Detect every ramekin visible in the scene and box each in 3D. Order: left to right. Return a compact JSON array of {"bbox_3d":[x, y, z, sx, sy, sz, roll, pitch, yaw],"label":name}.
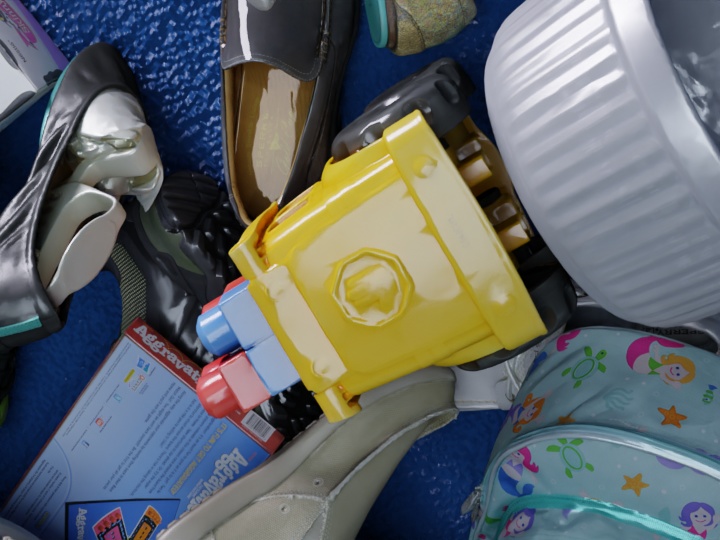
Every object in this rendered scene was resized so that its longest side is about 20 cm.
[{"bbox_3d":[0.147,-0.068,1.257,0.105,0.200,0.201,-28,97,25],"label":"ramekin"}]

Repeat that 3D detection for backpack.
[{"bbox_3d":[0.141,0.129,1.290,0.176,0.151,0.201,20,137,8],"label":"backpack"}]

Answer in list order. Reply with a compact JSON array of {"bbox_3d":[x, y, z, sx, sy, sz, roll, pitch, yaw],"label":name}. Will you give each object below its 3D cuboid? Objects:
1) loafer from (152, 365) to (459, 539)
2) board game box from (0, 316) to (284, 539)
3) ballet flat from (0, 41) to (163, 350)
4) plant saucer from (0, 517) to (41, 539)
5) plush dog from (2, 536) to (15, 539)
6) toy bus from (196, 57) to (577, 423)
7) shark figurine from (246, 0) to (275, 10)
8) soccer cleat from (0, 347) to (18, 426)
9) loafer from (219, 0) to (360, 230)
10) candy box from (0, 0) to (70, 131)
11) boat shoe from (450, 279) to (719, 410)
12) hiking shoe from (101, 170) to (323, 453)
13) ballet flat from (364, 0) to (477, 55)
[{"bbox_3d":[-0.023,0.121,1.319,0.199,0.076,0.068,-35,82,-16],"label":"loafer"},{"bbox_3d":[-0.128,0.120,1.408,0.103,0.019,0.200,40,131,1],"label":"board game box"},{"bbox_3d":[-0.142,-0.039,1.330,0.068,0.201,0.068,-3,140,32],"label":"ballet flat"},{"bbox_3d":[-0.231,0.185,1.445,0.198,0.050,0.201,6,136,6],"label":"plant saucer"},{"bbox_3d":[-0.168,0.237,1.358,0.200,0.170,0.161,120,138,-53],"label":"plush dog"},{"bbox_3d":[0.000,0.000,1.287,0.191,0.200,0.136,-31,97,11],"label":"toy bus"},{"bbox_3d":[-0.124,-0.219,1.319,0.213,0.089,0.129,15,85,30],"label":"shark figurine"},{"bbox_3d":[-0.218,0.046,1.429,0.081,0.068,0.200,40,114,-10],"label":"soccer cleat"},{"bbox_3d":[-0.041,-0.116,1.343,0.072,0.072,0.202,1,103,13],"label":"loafer"},{"bbox_3d":[-0.286,-0.112,1.395,0.199,0.072,0.168,-36,94,18],"label":"candy box"},{"bbox_3d":[0.101,0.041,1.354,0.198,0.069,0.071,-11,104,15],"label":"boat shoe"},{"bbox_3d":[-0.083,0.046,1.402,0.100,0.076,0.201,-20,100,34],"label":"hiking shoe"},{"bbox_3d":[0.019,-0.214,1.317,0.070,0.071,0.202,-10,101,14],"label":"ballet flat"}]
